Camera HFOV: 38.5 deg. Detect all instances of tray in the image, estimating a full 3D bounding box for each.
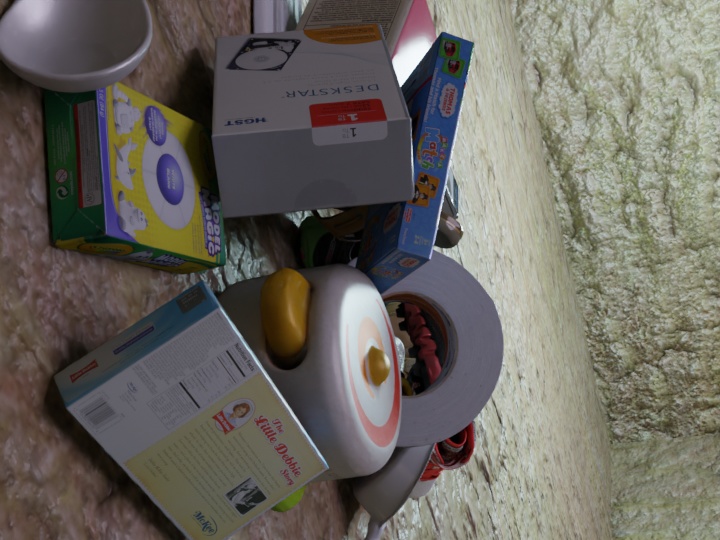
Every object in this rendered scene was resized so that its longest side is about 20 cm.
[{"bbox_3d":[-0.086,-0.291,1.129,0.107,0.022,0.201,40,45,-62],"label":"tray"}]

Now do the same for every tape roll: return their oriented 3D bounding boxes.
[{"bbox_3d":[0.042,0.078,1.044,0.066,0.199,0.201,124,-40,-80],"label":"tape roll"}]

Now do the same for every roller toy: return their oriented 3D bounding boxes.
[{"bbox_3d":[-0.042,0.088,0.896,0.182,0.139,0.201,-35,114,-70],"label":"roller toy"}]

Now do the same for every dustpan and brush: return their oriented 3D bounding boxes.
[{"bbox_3d":[0.024,0.245,1.113,0.057,0.140,0.200,41,65,-7],"label":"dustpan and brush"}]

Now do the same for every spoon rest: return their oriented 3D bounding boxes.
[{"bbox_3d":[-0.183,-0.185,0.698,0.201,0.099,0.061,-91,-177,-49],"label":"spoon rest"}]

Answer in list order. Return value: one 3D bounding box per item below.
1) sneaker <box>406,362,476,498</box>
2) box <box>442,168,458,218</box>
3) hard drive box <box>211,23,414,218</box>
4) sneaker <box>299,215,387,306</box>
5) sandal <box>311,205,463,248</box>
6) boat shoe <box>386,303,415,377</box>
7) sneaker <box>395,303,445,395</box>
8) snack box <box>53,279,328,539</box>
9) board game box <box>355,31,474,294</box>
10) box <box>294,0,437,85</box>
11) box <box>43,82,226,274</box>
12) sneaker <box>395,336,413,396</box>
[{"bbox_3d":[0.082,0.212,1.202,0.108,0.067,0.202,-120,-147,-56],"label":"sneaker"},{"bbox_3d":[0.042,-0.140,1.298,0.200,0.116,0.060,60,25,-44],"label":"box"},{"bbox_3d":[-0.044,-0.132,0.876,0.200,0.155,0.077,-102,-173,-55],"label":"hard drive box"},{"bbox_3d":[0.000,0.000,1.150,0.200,0.083,0.077,46,40,-60],"label":"sneaker"},{"bbox_3d":[0.004,-0.051,1.035,0.080,0.199,0.054,112,-4,-78],"label":"sandal"},{"bbox_3d":[0.071,0.101,1.331,0.200,0.073,0.069,56,24,-53],"label":"boat shoe"},{"bbox_3d":[0.092,0.053,1.170,0.071,0.097,0.201,81,-3,-51],"label":"sneaker"},{"bbox_3d":[-0.110,0.110,0.724,0.037,0.116,0.200,50,-10,46],"label":"snack box"},{"bbox_3d":[0.044,-0.091,0.930,0.151,0.036,0.201,141,-36,-71],"label":"board game box"},{"bbox_3d":[-0.006,-0.201,1.097,0.109,0.127,0.201,65,37,-49],"label":"box"},{"bbox_3d":[-0.156,-0.063,0.775,0.200,0.048,0.118,20,63,-71],"label":"box"},{"bbox_3d":[0.029,0.138,1.153,0.078,0.082,0.200,57,25,-21],"label":"sneaker"}]
